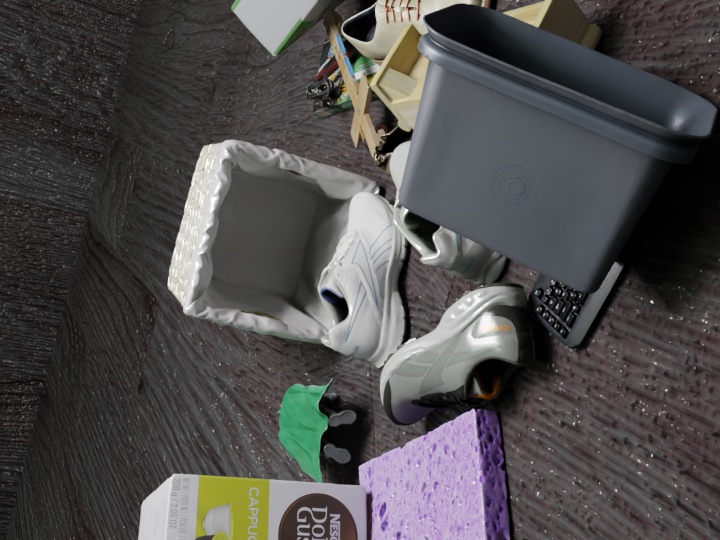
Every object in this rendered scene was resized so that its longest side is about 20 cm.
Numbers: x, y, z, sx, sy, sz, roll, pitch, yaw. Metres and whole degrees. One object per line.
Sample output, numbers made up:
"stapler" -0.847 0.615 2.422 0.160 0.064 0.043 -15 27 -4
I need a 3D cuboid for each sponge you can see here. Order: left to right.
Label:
"sponge" 0.060 0.207 0.844 0.200 0.030 0.113 -40 44 51

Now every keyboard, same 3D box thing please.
"keyboard" 0.175 -0.049 0.724 0.202 0.039 0.104 -66 29 19

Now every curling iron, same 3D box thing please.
"curling iron" -0.007 -0.265 1.151 0.200 0.025 0.050 -40 66 44

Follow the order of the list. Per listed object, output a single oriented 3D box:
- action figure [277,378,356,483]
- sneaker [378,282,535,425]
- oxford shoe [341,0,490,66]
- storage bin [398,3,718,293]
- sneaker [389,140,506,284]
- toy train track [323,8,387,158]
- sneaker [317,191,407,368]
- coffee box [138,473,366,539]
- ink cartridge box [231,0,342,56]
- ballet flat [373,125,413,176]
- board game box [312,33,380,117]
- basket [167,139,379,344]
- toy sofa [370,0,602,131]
"action figure" -0.058 0.172 1.066 0.200 0.054 0.120 -177 98 -70
"sneaker" 0.079 0.091 0.816 0.200 0.073 0.080 -49 46 45
"oxford shoe" 0.056 -0.265 1.006 0.199 0.073 0.072 -11 69 52
"storage bin" 0.126 -0.086 0.664 0.145 0.198 0.135 -42 -25 -58
"sneaker" 0.065 -0.067 0.887 0.071 0.079 0.201 -63 35 28
"toy train track" 0.000 -0.224 1.101 0.115 0.032 0.202 106 148 -62
"sneaker" 0.000 0.000 0.993 0.075 0.086 0.202 -44 40 50
"coffee box" -0.114 0.320 0.922 0.200 0.195 0.202 134 140 -60
"ink cartridge box" -0.045 -0.373 1.141 0.146 0.084 0.200 -37 10 50
"ballet flat" 0.070 -0.149 0.966 0.200 0.046 0.068 -29 54 56
"board game box" -0.005 -0.261 1.191 0.199 0.023 0.106 2 79 63
"basket" -0.109 -0.038 1.102 0.161 0.196 0.202 23 99 65
"toy sofa" 0.114 -0.174 0.834 0.199 0.098 0.083 0 55 51
